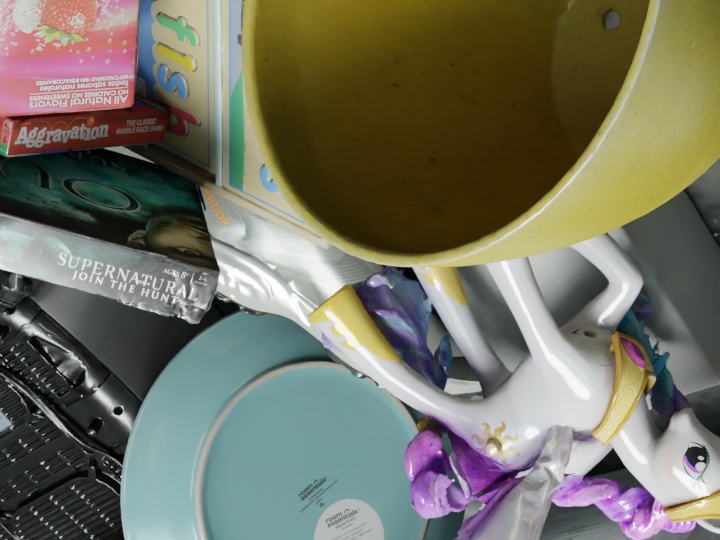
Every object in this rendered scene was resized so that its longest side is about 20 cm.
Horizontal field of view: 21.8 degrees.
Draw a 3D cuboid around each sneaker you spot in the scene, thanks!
[{"bbox_3d":[0.000,0.000,0.947,0.199,0.074,0.080,28,113,-7],"label":"sneaker"}]

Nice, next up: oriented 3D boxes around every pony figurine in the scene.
[{"bbox_3d":[0.072,0.070,0.832,0.193,0.166,0.200,-39,92,33],"label":"pony figurine"}]

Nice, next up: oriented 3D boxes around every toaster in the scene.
[{"bbox_3d":[-0.165,0.071,1.027,0.199,0.119,0.181,-30,113,35],"label":"toaster"}]

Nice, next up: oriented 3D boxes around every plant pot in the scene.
[{"bbox_3d":[0.073,-0.093,0.705,0.141,0.201,0.200,9,147,-46],"label":"plant pot"}]

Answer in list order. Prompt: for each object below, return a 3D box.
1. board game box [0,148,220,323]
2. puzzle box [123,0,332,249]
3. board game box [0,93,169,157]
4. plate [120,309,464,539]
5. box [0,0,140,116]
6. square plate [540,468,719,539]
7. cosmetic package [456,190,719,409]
[{"bbox_3d":[-0.165,-0.038,0.831,0.198,0.135,0.028,15,108,-17],"label":"board game box"},{"bbox_3d":[-0.055,-0.117,0.826,0.132,0.025,0.201,26,134,27],"label":"puzzle box"},{"bbox_3d":[-0.196,-0.098,0.877,0.199,0.103,0.020,25,112,30],"label":"board game box"},{"bbox_3d":[-0.027,0.115,0.972,0.200,0.201,0.026,46,159,-17],"label":"plate"},{"bbox_3d":[-0.198,-0.124,0.779,0.198,0.100,0.096,-6,125,-21],"label":"box"},{"bbox_3d":[0.114,0.142,0.940,0.199,0.198,0.029,-18,99,30],"label":"square plate"},{"bbox_3d":[0.088,-0.027,0.887,0.106,0.090,0.200,-19,120,31],"label":"cosmetic package"}]
